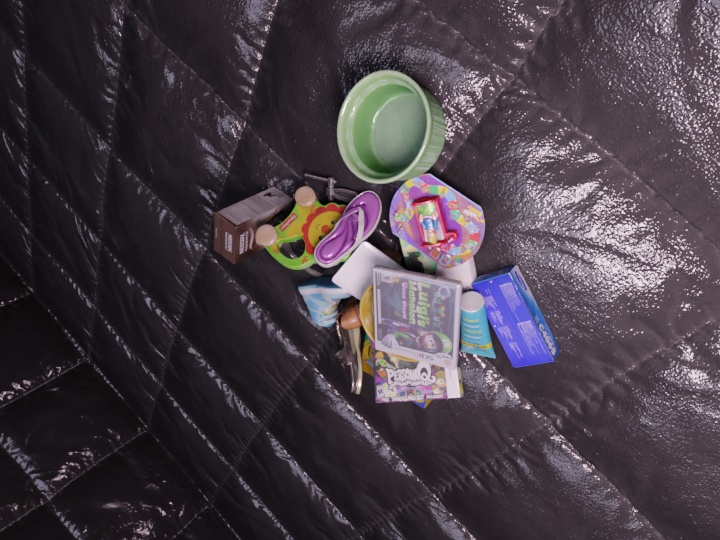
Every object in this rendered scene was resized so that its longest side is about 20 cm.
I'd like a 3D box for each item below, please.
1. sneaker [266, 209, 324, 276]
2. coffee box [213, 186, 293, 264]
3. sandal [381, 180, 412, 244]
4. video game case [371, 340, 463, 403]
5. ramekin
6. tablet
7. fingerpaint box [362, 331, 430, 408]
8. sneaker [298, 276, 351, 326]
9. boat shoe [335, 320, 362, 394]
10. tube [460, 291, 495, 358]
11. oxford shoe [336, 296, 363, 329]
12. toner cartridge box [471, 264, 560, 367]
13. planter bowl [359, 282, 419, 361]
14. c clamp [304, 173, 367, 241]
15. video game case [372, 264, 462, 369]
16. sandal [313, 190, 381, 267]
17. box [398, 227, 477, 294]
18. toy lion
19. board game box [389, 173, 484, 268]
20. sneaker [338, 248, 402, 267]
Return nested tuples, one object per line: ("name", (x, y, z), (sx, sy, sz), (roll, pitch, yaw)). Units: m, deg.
("sneaker", (-0.131, -0.074, 1.338), (0.114, 0.076, 0.200), (-36, 119, 7))
("coffee box", (-0.265, -0.116, 1.341), (0.080, 0.200, 0.114), (32, 132, 22))
("sandal", (0.086, -0.143, 1.144), (0.075, 0.045, 0.201), (32, 147, 29))
("video game case", (0.123, 0.199, 1.204), (0.199, 0.036, 0.183), (-9, 76, 23))
("ramekin", (0.063, -0.262, 1.008), (0.199, 0.097, 0.202), (4, 97, 34))
("tablet", (0.049, 0.033, 1.214), (0.199, 0.014, 0.130), (35, 116, -14))
("fingerpaint box", (0.104, 0.213, 1.313), (0.199, 0.073, 0.168), (28, 130, 25))
("sneaker", (-0.070, 0.085, 1.386), (0.199, 0.079, 0.131), (0, 113, 51))
("boat shoe", (-0.032, 0.214, 1.364), (0.072, 0.066, 0.202), (113, 156, -64))
("tube", (0.241, 0.123, 1.130), (0.077, 0.051, 0.201), (13, 146, 27))
("oxford shoe", (-0.026, 0.105, 1.298), (0.200, 0.071, 0.072), (153, 95, -89))
("toner cartridge box", (0.313, 0.095, 1.085), (0.095, 0.043, 0.201), (-21, 100, 44))
("planter bowl", (0.104, 0.089, 1.150), (0.199, 0.083, 0.202), (13, 121, 23))
("c clamp", (-0.050, -0.127, 1.280), (0.170, 0.027, 0.201), (13, 121, 29))
("video game case", (0.111, 0.095, 1.082), (0.181, 0.023, 0.201), (11, 120, 24))
("sandal", (-0.023, -0.090, 1.165), (0.082, 0.203, 0.050), (35, 172, 11))
("box", (0.172, 0.004, 1.139), (0.144, 0.036, 0.201), (-3, 113, 31))
("toy lion", (-0.105, -0.079, 1.219), (0.192, 0.200, 0.069), (44, 174, 15))
("board game box", (0.143, -0.090, 1.056), (0.199, 0.039, 0.158), (35, 127, 8))
("sneaker", (0.000, 0.000, 1.261), (0.199, 0.070, 0.109), (11, 123, 20))
